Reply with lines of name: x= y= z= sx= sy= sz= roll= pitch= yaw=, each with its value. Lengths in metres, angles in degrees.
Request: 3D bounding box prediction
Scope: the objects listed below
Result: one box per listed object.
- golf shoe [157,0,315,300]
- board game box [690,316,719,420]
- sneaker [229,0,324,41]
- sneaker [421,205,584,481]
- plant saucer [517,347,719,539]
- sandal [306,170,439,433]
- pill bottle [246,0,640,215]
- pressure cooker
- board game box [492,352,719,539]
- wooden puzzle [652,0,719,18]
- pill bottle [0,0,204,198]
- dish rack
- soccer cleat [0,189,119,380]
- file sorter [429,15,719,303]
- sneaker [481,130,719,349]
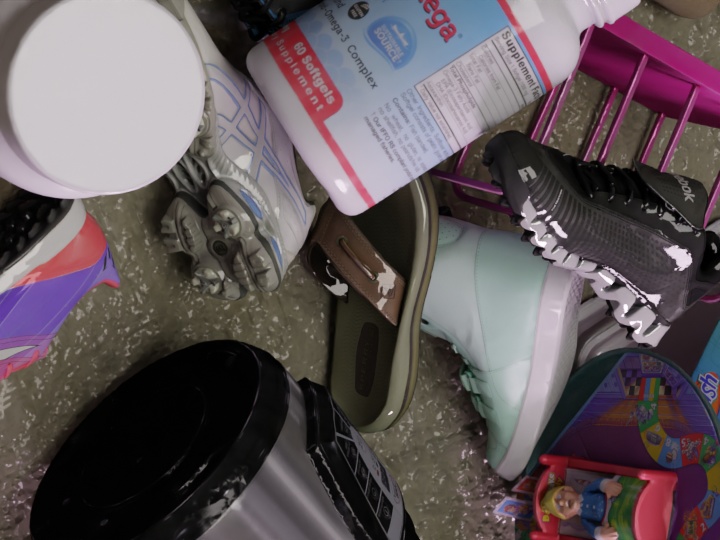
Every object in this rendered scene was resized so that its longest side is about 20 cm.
golf shoe: x=-0.084 y=-0.086 z=1.258 sx=0.097 sy=0.078 sz=0.200 roll=-47 pitch=125 yaw=-46
board game box: x=0.261 y=0.091 z=1.445 sx=0.152 sy=0.045 sz=0.200 roll=-8 pitch=130 yaw=-45
sneaker: x=-0.051 y=-0.167 z=1.232 sx=0.200 sy=0.073 sz=0.082 roll=3 pitch=97 yaw=-44
sneaker: x=0.070 y=0.042 z=1.388 sx=0.201 sy=0.118 sz=0.074 roll=95 pitch=19 yaw=-45
plant saucer: x=0.172 y=0.149 z=1.390 sx=0.036 sy=0.200 sz=0.201 roll=10 pitch=95 yaw=-33
sandal: x=0.001 y=0.001 z=1.314 sx=0.057 sy=0.080 sz=0.202 roll=-6 pitch=105 yaw=-36
pill bottle: x=0.047 y=-0.126 z=1.217 sx=0.200 sy=0.109 sz=0.109 roll=-33 pitch=120 yaw=2
pressure cooker: x=-0.063 y=0.159 z=1.247 sx=0.200 sy=0.178 sz=0.176 roll=51 pitch=60 yaw=-26
board game box: x=0.142 y=0.150 z=1.364 sx=0.039 sy=0.158 sz=0.200 roll=9 pitch=131 yaw=-32
wooden puzzle: x=0.188 y=-0.284 z=1.406 sx=0.185 sy=0.046 sz=0.200 roll=25 pitch=90 yaw=-35
pill bottle: x=-0.152 y=-0.096 z=1.106 sx=0.113 sy=0.200 sz=0.114 roll=-4 pitch=101 yaw=-22
dish rack: x=0.222 y=0.075 z=1.506 sx=0.200 sy=0.043 sz=0.172 roll=-31 pitch=116 yaw=-26
soccer cleat: x=-0.209 y=0.042 z=1.191 sx=0.200 sy=0.068 sz=0.073 roll=-47 pitch=126 yaw=-20
file sorter: x=0.145 y=-0.076 z=1.362 sx=0.200 sy=0.139 sz=0.126 roll=24 pitch=88 yaw=-36
sneaker: x=0.143 y=-0.033 z=1.244 sx=0.090 sy=0.067 sz=0.200 roll=-35 pitch=135 yaw=15
